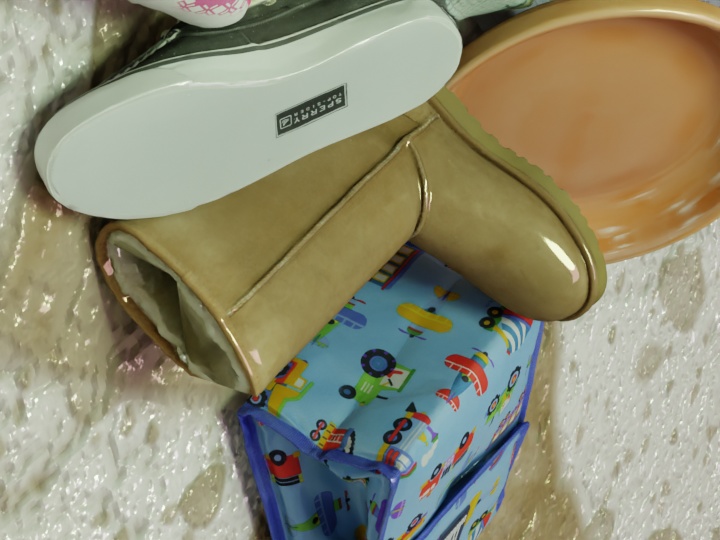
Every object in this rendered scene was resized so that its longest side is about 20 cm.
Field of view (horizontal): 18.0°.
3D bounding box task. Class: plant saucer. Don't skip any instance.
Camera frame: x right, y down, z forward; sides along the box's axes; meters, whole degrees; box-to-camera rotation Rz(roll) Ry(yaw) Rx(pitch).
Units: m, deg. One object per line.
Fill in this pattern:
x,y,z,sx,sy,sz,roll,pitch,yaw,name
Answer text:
0.118,-0.075,1.158,0.200,0.200,0.038,51,23,-50,plant saucer

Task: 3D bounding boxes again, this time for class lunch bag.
0.020,0.108,1.163,0.151,0.094,0.200,-48,150,-37,lunch bag

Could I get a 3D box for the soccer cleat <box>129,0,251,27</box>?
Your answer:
-0.119,-0.137,0.880,0.086,0.070,0.200,-54,140,-5,soccer cleat

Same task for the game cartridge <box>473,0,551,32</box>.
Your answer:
0.094,-0.189,1.186,0.133,0.041,0.200,-58,143,-18,game cartridge

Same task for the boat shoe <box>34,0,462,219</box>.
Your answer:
-0.055,-0.080,0.979,0.200,0.064,0.071,-20,139,-26,boat shoe

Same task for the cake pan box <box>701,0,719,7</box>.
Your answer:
0.206,-0.160,1.148,0.052,0.199,0.185,-72,159,-47,cake pan box

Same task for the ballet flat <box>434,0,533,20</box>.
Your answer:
0.005,-0.150,1.053,0.200,0.069,0.071,24,104,-50,ballet flat

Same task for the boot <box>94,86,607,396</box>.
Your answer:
0.000,0.000,1.036,0.200,0.175,0.066,-42,173,-43,boot
